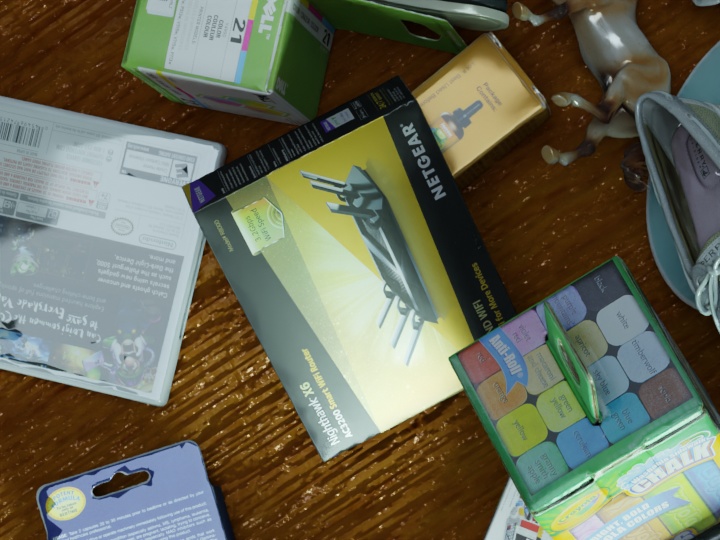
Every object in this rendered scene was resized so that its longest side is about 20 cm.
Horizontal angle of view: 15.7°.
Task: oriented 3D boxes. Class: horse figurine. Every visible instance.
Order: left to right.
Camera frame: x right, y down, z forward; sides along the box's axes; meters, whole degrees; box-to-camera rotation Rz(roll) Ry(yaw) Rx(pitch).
[{"bbox_3d":[0.156,-0.141,1.694,0.050,0.132,0.201,-32,75,49],"label":"horse figurine"}]

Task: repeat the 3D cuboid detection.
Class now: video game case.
[{"bbox_3d":[-0.206,-0.018,1.778,0.199,0.023,0.183,13,85,10],"label":"video game case"}]

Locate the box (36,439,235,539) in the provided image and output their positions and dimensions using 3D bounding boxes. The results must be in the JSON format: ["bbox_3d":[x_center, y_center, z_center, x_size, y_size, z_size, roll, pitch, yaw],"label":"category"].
[{"bbox_3d":[-0.133,0.223,1.731,0.121,0.032,0.201,-17,82,7],"label":"box"}]

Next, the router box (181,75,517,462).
[{"bbox_3d":[0.000,0.000,1.663,0.157,0.052,0.200,-28,115,-1],"label":"router box"}]

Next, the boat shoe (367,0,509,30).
[{"bbox_3d":[0.030,-0.198,1.691,0.199,0.074,0.066,18,92,56],"label":"boat shoe"}]

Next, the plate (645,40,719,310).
[{"bbox_3d":[0.256,-0.066,1.645,0.026,0.200,0.201,17,86,-32],"label":"plate"}]

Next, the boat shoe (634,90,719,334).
[{"bbox_3d":[0.218,-0.028,1.599,0.074,0.065,0.203,-45,42,36],"label":"boat shoe"}]

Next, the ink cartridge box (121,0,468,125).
[{"bbox_3d":[-0.037,-0.138,1.697,0.199,0.148,0.076,13,87,11],"label":"ink cartridge box"}]

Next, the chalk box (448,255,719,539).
[{"bbox_3d":[0.143,0.088,1.562,0.124,0.200,0.125,-31,55,7],"label":"chalk box"}]

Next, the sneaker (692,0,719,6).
[{"bbox_3d":[0.212,-0.233,1.683,0.200,0.075,0.100,41,111,37],"label":"sneaker"}]

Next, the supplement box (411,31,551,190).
[{"bbox_3d":[0.030,-0.068,1.720,0.200,0.069,0.067,-38,80,5],"label":"supplement box"}]

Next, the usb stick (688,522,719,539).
[{"bbox_3d":[0.226,0.176,1.591,0.200,0.056,0.033,-31,39,6],"label":"usb stick"}]

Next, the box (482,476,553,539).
[{"bbox_3d":[0.141,0.168,1.687,0.110,0.035,0.201,23,88,12],"label":"box"}]
